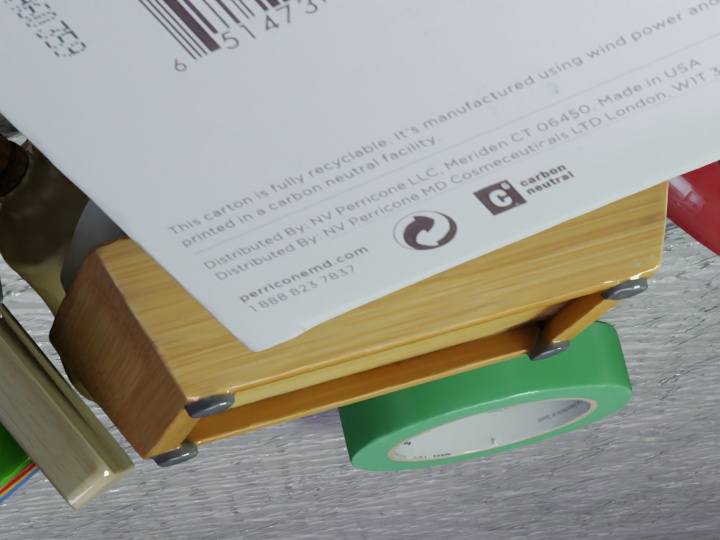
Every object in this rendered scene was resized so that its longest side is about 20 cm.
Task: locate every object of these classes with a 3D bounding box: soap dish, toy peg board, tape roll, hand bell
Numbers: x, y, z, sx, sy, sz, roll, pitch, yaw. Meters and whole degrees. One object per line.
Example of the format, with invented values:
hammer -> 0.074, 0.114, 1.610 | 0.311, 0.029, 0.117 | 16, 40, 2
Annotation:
soap dish -> 0.000, 0.000, 0.978 | 0.200, 0.081, 0.157 | -15, 171, -14
toy peg board -> -0.183, 0.024, 1.017 | 0.098, 0.200, 0.199 | -39, 179, -4
tape roll -> 0.085, 0.088, 1.964 | 0.200, 0.048, 0.200 | -13, 167, -3
hand bell -> -0.136, -0.041, 1.039 | 0.104, 0.104, 0.200 | -22, 138, 32

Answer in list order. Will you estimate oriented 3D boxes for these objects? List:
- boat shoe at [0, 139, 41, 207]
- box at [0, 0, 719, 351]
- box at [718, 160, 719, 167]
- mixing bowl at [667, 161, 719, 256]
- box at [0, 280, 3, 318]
boat shoe -> -0.100, -0.061, 1.163 | 0.069, 0.074, 0.200 | 19, 148, -37
box -> 0.000, -0.108, 0.766 | 0.199, 0.131, 0.200 | -22, 137, 23
box -> 0.151, -0.054, 0.969 | 0.064, 0.070, 0.200 | -16, 179, 9
mixing bowl -> 0.231, -0.053, 1.276 | 0.200, 0.108, 0.200 | -34, 170, -7
box -> -0.187, -0.060, 0.784 | 0.159, 0.200, 0.046 | -20, 160, 23
